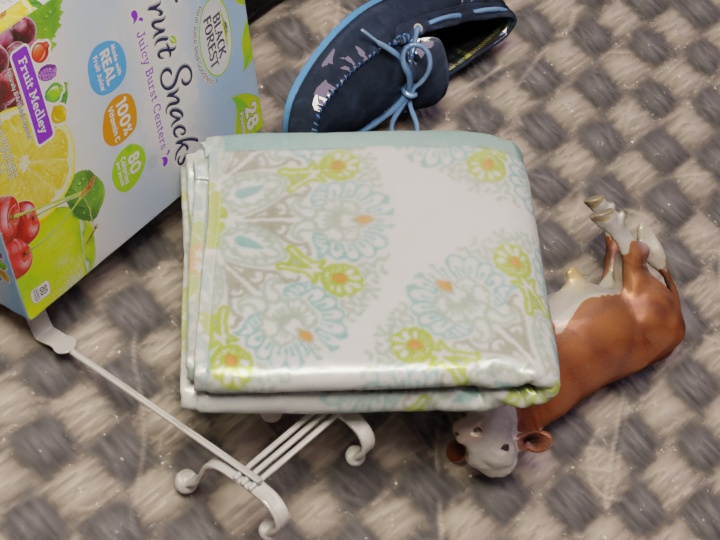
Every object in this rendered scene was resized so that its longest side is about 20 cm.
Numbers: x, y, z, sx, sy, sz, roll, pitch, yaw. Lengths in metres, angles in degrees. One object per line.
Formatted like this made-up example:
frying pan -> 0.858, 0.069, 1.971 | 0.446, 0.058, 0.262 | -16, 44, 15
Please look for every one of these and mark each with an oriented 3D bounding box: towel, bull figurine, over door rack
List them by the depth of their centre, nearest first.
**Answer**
towel -> 0.000, 0.000, 0.840 | 0.197, 0.048, 0.173 | -1, 52, -2
over door rack -> -0.068, 0.046, 0.872 | 0.199, 0.067, 0.147 | 37, 55, 23
bull figurine -> 0.113, 0.036, 0.916 | 0.199, 0.065, 0.123 | -23, 104, -36

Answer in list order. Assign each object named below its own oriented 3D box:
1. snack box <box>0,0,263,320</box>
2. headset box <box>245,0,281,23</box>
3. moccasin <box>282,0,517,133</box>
snack box -> -0.146, -0.102, 0.842 | 0.067, 0.170, 0.200 | 24, 52, 29
headset box -> -0.066, -0.234, 0.984 | 0.075, 0.149, 0.200 | 43, 58, 11
moccasin -> 0.031, -0.138, 0.995 | 0.068, 0.081, 0.200 | 34, 56, 19
